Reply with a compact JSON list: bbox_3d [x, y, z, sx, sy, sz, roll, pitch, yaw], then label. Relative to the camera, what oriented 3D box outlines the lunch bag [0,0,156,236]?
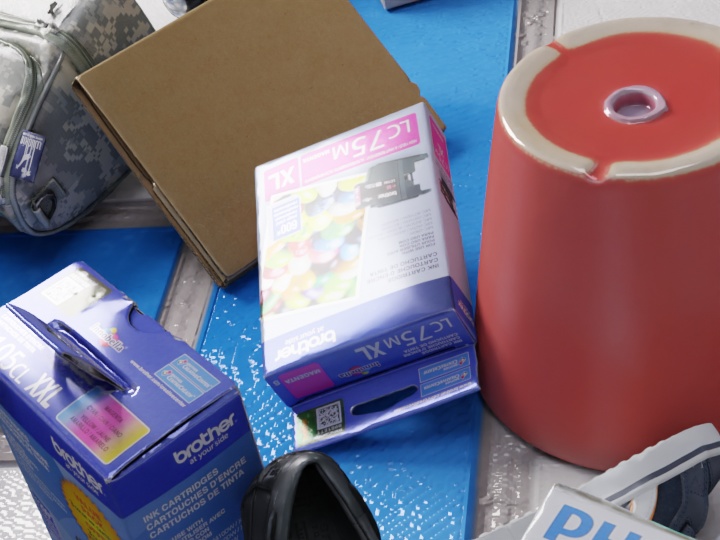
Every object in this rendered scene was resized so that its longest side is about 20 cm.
[{"bbox_3d":[-0.244,-0.118,1.050,0.199,0.140,0.168,19,66,33],"label":"lunch bag"}]

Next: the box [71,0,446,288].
[{"bbox_3d":[-0.063,-0.107,0.999,0.200,0.021,0.164,-36,85,-27],"label":"box"}]

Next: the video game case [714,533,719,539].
[{"bbox_3d":[0.208,0.192,0.657,0.182,0.023,0.200,24,51,35],"label":"video game case"}]

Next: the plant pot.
[{"bbox_3d":[0.149,-0.022,0.803,0.199,0.178,0.201,-7,40,6],"label":"plant pot"}]

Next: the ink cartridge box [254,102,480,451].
[{"bbox_3d":[0.000,0.000,0.876,0.119,0.042,0.201,-20,49,16],"label":"ink cartridge box"}]

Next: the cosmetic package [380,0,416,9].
[{"bbox_3d":[0.093,-0.286,1.210,0.199,0.071,0.105,-18,40,-8],"label":"cosmetic package"}]

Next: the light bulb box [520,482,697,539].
[{"bbox_3d":[0.082,0.219,0.502,0.124,0.199,0.200,19,56,30],"label":"light bulb box"}]

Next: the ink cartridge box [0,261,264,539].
[{"bbox_3d":[-0.107,0.089,0.713,0.076,0.201,0.136,-33,44,-25],"label":"ink cartridge box"}]

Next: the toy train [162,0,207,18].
[{"bbox_3d":[-0.092,-0.285,1.219,0.085,0.115,0.200,21,50,32],"label":"toy train"}]

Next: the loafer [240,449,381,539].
[{"bbox_3d":[-0.005,0.173,0.627,0.068,0.070,0.202,-13,77,-15],"label":"loafer"}]

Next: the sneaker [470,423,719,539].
[{"bbox_3d":[0.106,0.140,0.704,0.199,0.078,0.080,-22,76,-31],"label":"sneaker"}]
